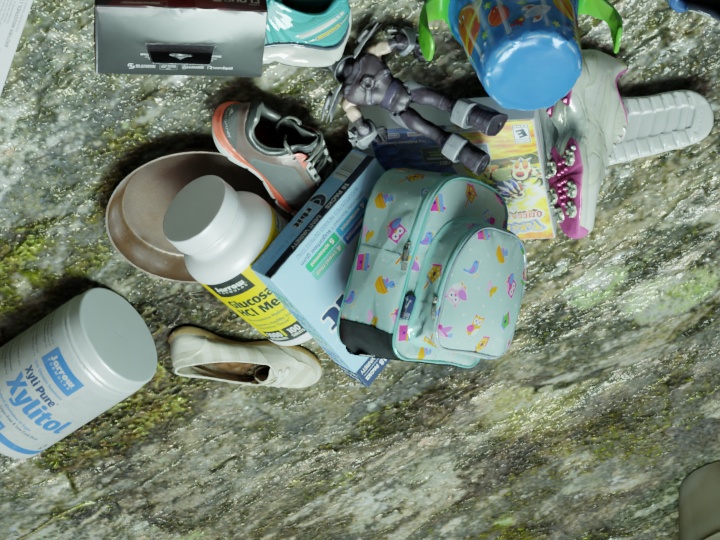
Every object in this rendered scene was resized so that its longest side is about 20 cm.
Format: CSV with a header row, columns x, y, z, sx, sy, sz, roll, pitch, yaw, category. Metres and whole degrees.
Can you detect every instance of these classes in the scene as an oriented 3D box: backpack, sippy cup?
x,y,z,sx,sy,sz,roll,pitch,yaw,category
0.079,-0.004,1.525,0.153,0.201,0.176,3,175,39,backpack
0.157,-0.230,1.455,0.178,0.131,0.140,-28,134,19,sippy cup

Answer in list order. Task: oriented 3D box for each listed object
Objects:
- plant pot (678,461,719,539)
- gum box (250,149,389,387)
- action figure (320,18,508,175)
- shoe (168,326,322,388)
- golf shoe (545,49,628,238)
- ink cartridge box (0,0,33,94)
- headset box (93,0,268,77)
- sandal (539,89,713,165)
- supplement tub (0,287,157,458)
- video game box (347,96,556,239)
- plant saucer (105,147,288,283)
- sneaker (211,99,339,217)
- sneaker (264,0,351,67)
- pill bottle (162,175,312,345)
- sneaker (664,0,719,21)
x,y,z,sx,sy,sz,roll,pitch,yaw,category
0.530,0.370,2.109,0.199,0.174,0.200,-4,137,-4,plant pot
0.000,0.000,1.595,0.170,0.045,0.200,-50,129,-12,gum box
0.045,-0.170,1.503,0.200,0.069,0.130,30,112,12,action figure
-0.140,0.119,1.824,0.200,0.053,0.070,13,132,-21,shoe
0.241,-0.133,1.547,0.091,0.201,0.075,-1,-178,-20,golf shoe
-0.412,-0.253,1.376,0.200,0.076,0.137,12,132,-23,ink cartridge box
-0.163,-0.250,1.331,0.148,0.200,0.077,-1,136,-10,headset box
0.276,-0.152,1.609,0.202,0.083,0.050,-1,-179,3,sandal
-0.351,0.121,1.738,0.200,0.132,0.132,-33,132,24,supplement tub
0.102,-0.104,1.607,0.200,0.047,0.182,-3,140,15,video game box
-0.180,-0.066,1.641,0.200,0.035,0.201,-6,136,-5,plant saucer
-0.062,-0.112,1.561,0.200,0.077,0.082,31,152,-34,sneaker
-0.105,-0.246,1.444,0.200,0.078,0.080,-5,133,-19,sneaker
-0.116,-0.012,1.601,0.112,0.113,0.200,-30,133,21,pill bottle
0.383,-0.274,1.479,0.199,0.085,0.077,0,136,-10,sneaker
